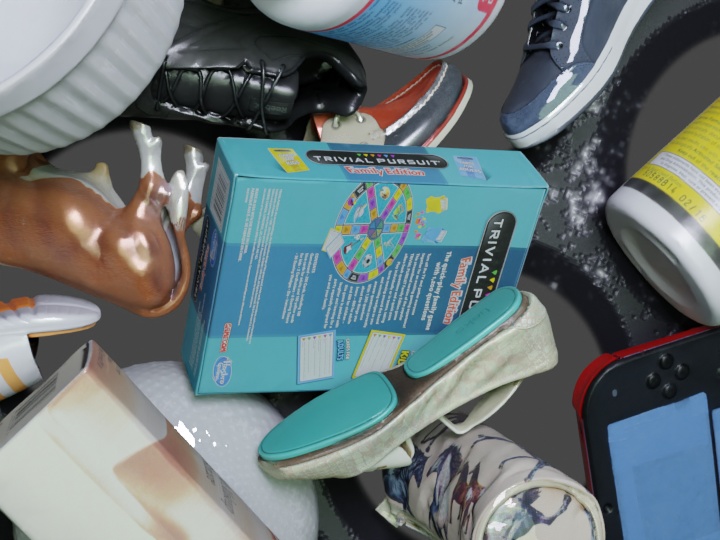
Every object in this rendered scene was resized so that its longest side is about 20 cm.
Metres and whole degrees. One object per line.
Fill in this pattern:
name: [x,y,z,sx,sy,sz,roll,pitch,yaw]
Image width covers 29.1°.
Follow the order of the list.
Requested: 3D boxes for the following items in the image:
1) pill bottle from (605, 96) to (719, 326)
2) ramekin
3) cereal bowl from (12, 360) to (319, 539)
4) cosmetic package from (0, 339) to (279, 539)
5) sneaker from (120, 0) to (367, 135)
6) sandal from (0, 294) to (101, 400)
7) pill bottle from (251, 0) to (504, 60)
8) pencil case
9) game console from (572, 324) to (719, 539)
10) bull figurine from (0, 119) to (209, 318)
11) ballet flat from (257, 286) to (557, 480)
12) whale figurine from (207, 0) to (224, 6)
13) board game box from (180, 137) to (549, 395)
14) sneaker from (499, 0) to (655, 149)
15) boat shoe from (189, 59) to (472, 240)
pill bottle: [0.266,-0.068,0.907,0.200,0.111,0.112,-42,101,-5]
ramekin: [-0.185,-0.158,0.725,0.197,0.105,0.203,-5,74,17]
cereal bowl: [-0.118,0.161,0.868,0.197,0.083,0.203,-1,95,-12]
cosmetic package: [-0.114,0.145,0.774,0.087,0.103,0.200,-42,102,-4]
sneaker: [-0.082,-0.119,0.812,0.198,0.091,0.077,-13,136,-29]
sandal: [-0.254,0.059,0.839,0.204,0.079,0.060,-10,99,-1]
pill bottle: [-0.003,-0.187,0.794,0.199,0.108,0.111,0,91,-56]
pencil case: [0.074,0.144,0.843,0.077,0.200,0.090,33,86,-16]
game console: [0.235,0.133,0.943,0.174,0.031,0.203,-14,110,-9]
bull figurine: [-0.189,-0.044,0.837,0.198,0.065,0.123,21,89,-4]
ballet flat: [0.033,0.085,0.840,0.198,0.068,0.063,-31,113,1]
whale figurine: [-0.092,-0.239,0.836,0.158,0.104,0.202,3,120,-45]
board game box: [0.000,0.000,0.846,0.197,0.047,0.153,0,123,-22]
sneaker: [0.115,-0.193,0.876,0.146,0.077,0.204,39,77,-23]
boat shoe: [-0.016,-0.069,0.874,0.199,0.071,0.063,-40,105,1]
